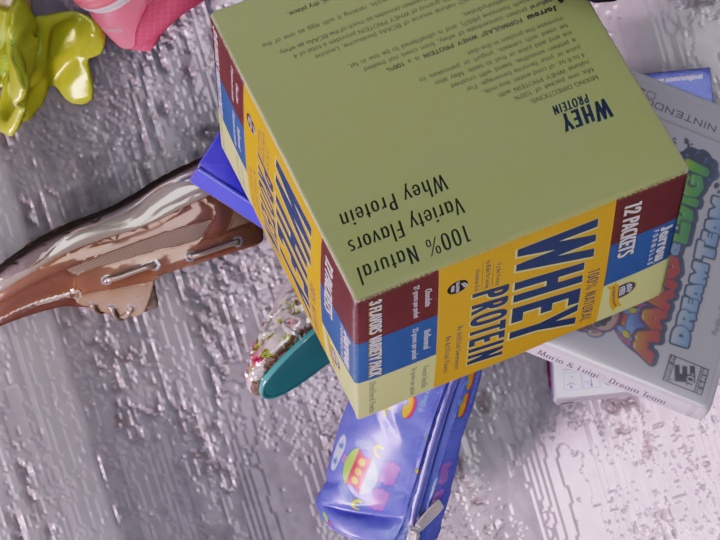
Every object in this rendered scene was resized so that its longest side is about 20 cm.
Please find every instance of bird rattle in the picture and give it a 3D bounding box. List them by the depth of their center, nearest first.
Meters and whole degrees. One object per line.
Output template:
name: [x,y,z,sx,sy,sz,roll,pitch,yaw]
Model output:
bird rattle: [-0.249,-0.173,1.483,0.162,0.113,0.201,-20,94,17]

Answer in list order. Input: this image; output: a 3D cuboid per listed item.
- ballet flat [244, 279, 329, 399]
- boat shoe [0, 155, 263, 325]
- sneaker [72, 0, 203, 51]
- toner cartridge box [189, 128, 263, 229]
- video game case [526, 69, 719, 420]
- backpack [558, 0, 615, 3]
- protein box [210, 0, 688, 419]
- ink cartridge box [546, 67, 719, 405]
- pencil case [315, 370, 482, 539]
ballet flat: [0.000,0.000,1.531,0.200,0.076,0.064,-37,65,-2]
boat shoe: [-0.151,-0.003,1.514,0.199,0.076,0.072,-26,98,3]
sneaker: [-0.100,-0.217,1.498,0.074,0.087,0.200,30,71,37]
toner cartridge box: [-0.012,-0.114,1.491,0.095,0.043,0.200,33,76,-6]
video game case: [0.147,-0.031,1.457,0.181,0.024,0.201,22,63,-2]
backpack: [0.128,-0.252,1.343,0.200,0.166,0.127,56,130,23]
protein box: [0.046,-0.063,1.366,0.198,0.135,0.201,-21,62,-12]
ink cartridge box: [0.169,-0.023,1.538,0.119,0.042,0.201,-6,97,0]
pencil case: [0.034,0.081,1.497,0.078,0.087,0.201,-1,121,-34]
